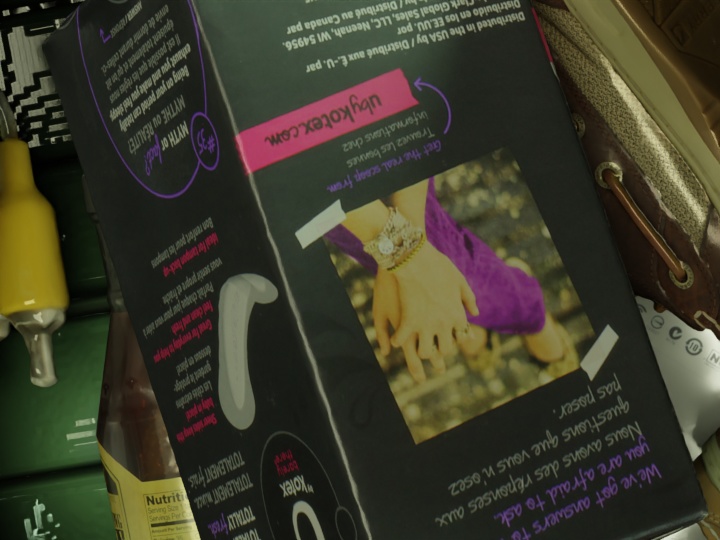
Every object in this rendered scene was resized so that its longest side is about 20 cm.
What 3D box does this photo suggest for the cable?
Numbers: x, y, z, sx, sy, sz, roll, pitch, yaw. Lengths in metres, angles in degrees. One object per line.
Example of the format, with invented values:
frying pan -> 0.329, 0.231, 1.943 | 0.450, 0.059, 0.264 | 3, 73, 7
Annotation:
cable -> -0.130, -0.062, 0.919 | 0.097, 0.050, 0.201 | 5, 85, 25

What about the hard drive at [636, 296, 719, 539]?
hard drive -> 0.100, 0.066, 0.895 | 0.132, 0.025, 0.200 | 32, 100, 4

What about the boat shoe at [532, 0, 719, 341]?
boat shoe -> 0.098, -0.022, 0.846 | 0.072, 0.072, 0.200 | -28, 101, 41

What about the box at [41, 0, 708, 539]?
box -> 0.000, 0.000, 0.823 | 0.106, 0.122, 0.201 | -15, 84, -25

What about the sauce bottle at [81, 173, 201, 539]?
sauce bottle -> -0.048, 0.064, 0.899 | 0.066, 0.066, 0.201 | -10, 91, 10

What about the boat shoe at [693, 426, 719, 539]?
boat shoe -> 0.155, 0.131, 0.856 | 0.076, 0.072, 0.200 | -39, 105, 21
